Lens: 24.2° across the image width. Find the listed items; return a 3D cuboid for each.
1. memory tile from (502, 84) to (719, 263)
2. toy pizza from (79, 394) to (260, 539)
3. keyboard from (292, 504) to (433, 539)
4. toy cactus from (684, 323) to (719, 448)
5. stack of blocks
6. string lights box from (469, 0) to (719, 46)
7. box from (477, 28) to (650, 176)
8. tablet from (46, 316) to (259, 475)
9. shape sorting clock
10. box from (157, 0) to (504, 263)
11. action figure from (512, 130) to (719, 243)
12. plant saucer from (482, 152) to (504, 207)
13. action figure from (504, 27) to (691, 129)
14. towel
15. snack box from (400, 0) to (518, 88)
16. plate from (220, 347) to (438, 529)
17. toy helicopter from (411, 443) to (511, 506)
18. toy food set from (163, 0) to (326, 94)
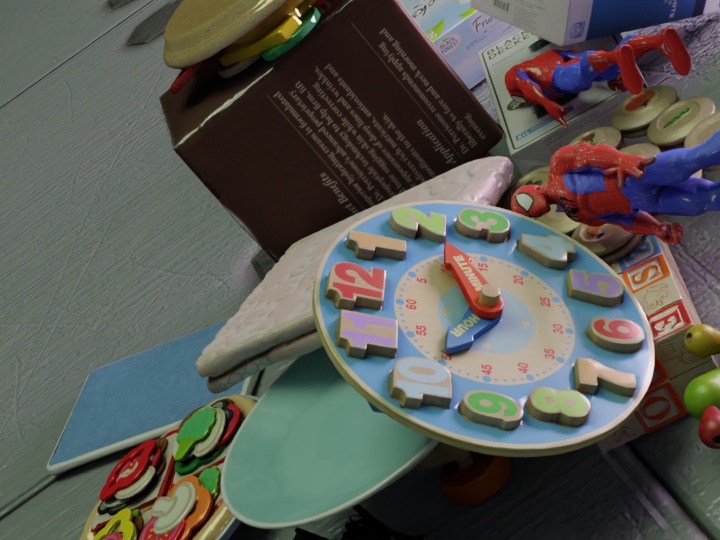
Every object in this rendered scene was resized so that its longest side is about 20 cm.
[{"bbox_3d":[0.159,-0.054,1.122,0.200,0.017,0.153,-37,27,-7],"label":"memory tile"},{"bbox_3d":[-0.142,0.162,1.198,0.200,0.032,0.200,-36,24,19],"label":"toy pizza"},{"bbox_3d":[0.020,0.202,0.999,0.200,0.040,0.104,11,75,53],"label":"keyboard"},{"bbox_3d":[0.261,0.016,0.961,0.200,0.102,0.165,-41,17,8],"label":"toy cactus"},{"bbox_3d":[0.152,0.028,1.081,0.115,0.059,0.200,-28,28,12],"label":"stack of blocks"},{"bbox_3d":[0.194,-0.232,1.325,0.200,0.059,0.103,-18,36,-38],"label":"string lights box"},{"bbox_3d":[0.166,-0.139,1.333,0.117,0.060,0.200,-28,28,13],"label":"box"},{"bbox_3d":[-0.161,0.097,1.376,0.200,0.014,0.130,-20,30,25],"label":"tablet"},{"bbox_3d":[0.071,0.026,0.957,0.200,0.039,0.200,5,42,-5],"label":"shape sorting clock"},{"bbox_3d":[-0.027,-0.120,1.315,0.200,0.166,0.164,-39,22,3],"label":"box"},{"bbox_3d":[0.175,-0.050,1.004,0.200,0.065,0.052,-4,44,41],"label":"action figure"},{"bbox_3d":[0.024,-0.040,1.367,0.200,0.032,0.200,-26,29,16],"label":"plant saucer"},{"bbox_3d":[0.157,-0.138,1.207,0.065,0.052,0.200,-28,14,-19],"label":"action figure"},{"bbox_3d":[0.000,0.000,1.134,0.191,0.032,0.200,-24,16,29],"label":"towel"},{"bbox_3d":[0.104,-0.254,1.580,0.169,0.068,0.200,-36,29,-3],"label":"snack box"},{"bbox_3d":[0.003,0.087,1.019,0.200,0.026,0.200,-30,24,15],"label":"plate"},{"bbox_3d":[0.024,0.090,1.115,0.200,0.079,0.132,-16,32,41],"label":"toy helicopter"},{"bbox_3d":[-0.074,-0.212,1.277,0.200,0.049,0.198,-10,37,52],"label":"toy food set"}]
